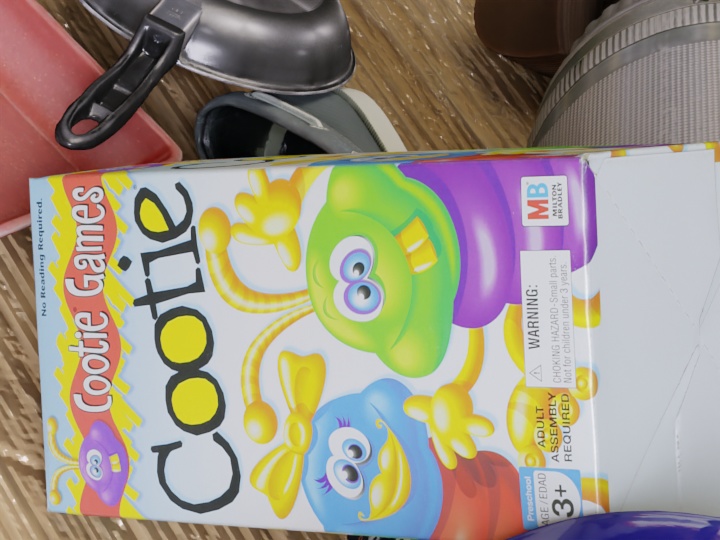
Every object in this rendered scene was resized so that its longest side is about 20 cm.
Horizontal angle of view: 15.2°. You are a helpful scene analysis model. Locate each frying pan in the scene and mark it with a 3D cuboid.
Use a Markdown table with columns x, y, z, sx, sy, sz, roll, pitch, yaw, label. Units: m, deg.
| x | y | z | sx | sy | sz | roll | pitch | yaw | label |
| --- | --- | --- | --- | --- | --- | --- | --- | --- | --- |
| -0.074 | -0.094 | 0.946 | 0.115 | 0.031 | 0.190 | 37 | 28 | 24 | frying pan |

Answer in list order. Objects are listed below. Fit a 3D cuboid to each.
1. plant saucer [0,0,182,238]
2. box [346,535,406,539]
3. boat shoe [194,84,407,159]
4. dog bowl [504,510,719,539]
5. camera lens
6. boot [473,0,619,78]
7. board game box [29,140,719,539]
| x | y | z | sx | sy | sz | roll | pitch | yaw | label |
| --- | --- | --- | --- | --- | --- | --- | --- | --- | --- |
| -0.182 | -0.071 | 0.860 | 0.200 | 0.037 | 0.200 | 45 | 32 | 11 | plant saucer |
| 0.095 | 0.154 | 0.844 | 0.200 | 0.046 | 0.159 | 23 | 34 | -24 | box |
| 0.000 | 0.000 | 0.919 | 0.062 | 0.073 | 0.200 | 8 | 31 | -33 | boat shoe |
| 0.072 | 0.163 | 0.655 | 0.200 | 0.200 | 0.079 | 41 | 29 | 5 | dog bowl |
| 0.136 | -0.003 | 0.986 | 0.160 | 0.160 | 0.200 | 30 | 31 | -13 | camera lens |
| 0.167 | -0.100 | 1.161 | 0.200 | 0.074 | 0.155 | 15 | 5 | 37 | boot |
| 0.012 | 0.018 | 0.771 | 0.103 | 0.200 | 0.105 | -7 | 95 | -50 | board game box |
